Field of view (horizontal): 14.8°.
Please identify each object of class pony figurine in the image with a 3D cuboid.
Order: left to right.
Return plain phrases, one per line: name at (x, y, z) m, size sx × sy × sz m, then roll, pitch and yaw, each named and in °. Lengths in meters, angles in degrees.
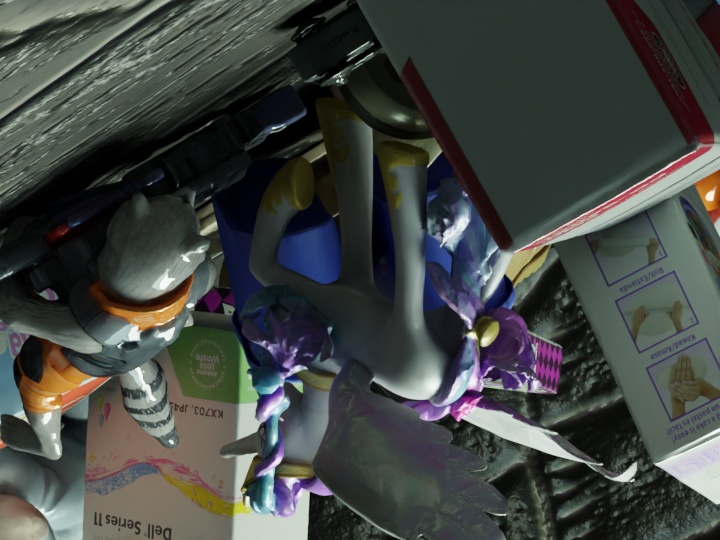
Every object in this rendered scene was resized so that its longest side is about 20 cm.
pony figurine at (0.022, 0.040, 1.280) m, size 0.192 × 0.201 × 0.166 m, roll 19°, pitch -163°, yaw 31°

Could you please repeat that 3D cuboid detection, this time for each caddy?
caddy at (0.000, 0.000, 1.433) m, size 0.141 × 0.105 × 0.200 m, roll -17°, pitch -163°, yaw -4°

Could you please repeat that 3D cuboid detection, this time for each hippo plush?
hippo plush at (-0.169, 0.112, 1.612) m, size 0.161 × 0.200 × 0.159 m, roll -41°, pitch -173°, yaw -12°

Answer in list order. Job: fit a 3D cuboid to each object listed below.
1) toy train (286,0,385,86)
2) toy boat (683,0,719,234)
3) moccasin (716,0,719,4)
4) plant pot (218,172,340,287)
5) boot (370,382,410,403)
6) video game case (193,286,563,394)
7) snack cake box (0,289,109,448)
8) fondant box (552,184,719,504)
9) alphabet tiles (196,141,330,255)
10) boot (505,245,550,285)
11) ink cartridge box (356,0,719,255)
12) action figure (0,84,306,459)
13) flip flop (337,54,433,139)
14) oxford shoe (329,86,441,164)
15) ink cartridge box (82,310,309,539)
toy train at (0.059, -0.135, 1.172) m, size 0.199 × 0.034 × 0.046 m, roll -30°, pitch 179°, yaw 12°
toy boat at (0.178, -0.050, 1.420) m, size 0.131 × 0.131 × 0.200 m, roll -51°, pitch 167°, yaw -10°
moccasin at (0.185, -0.178, 1.335) m, size 0.068 × 0.081 × 0.200 m, roll -36°, pitch -172°, yaw 19°
plant pot at (-0.004, -0.043, 1.663) m, size 0.199 × 0.028 × 0.200 m, roll -31°, pitch 176°, yaw -2°
boot at (-0.030, 0.107, 1.602) m, size 0.097 × 0.075 × 0.200 m, roll -30°, pitch -170°, yaw -19°
video game case at (0.015, 0.042, 1.651) m, size 0.180 × 0.036 × 0.200 m, roll 6°, pitch 175°, yaw 15°
snack cake box at (-0.223, 0.068, 1.442) m, size 0.200 × 0.067 × 0.115 m, roll -26°, pitch 172°, yaw -42°
fondant box at (0.124, -0.007, 1.203) m, size 0.058 × 0.201 × 0.144 m, roll -28°, pitch 162°, yaw 11°
alphabet tiles at (-0.061, -0.035, 1.657) m, size 0.195 × 0.015 × 0.200 m, roll -32°, pitch 175°, yaw 22°
boot at (0.114, -0.086, 1.546) m, size 0.201 × 0.066 × 0.175 m, roll -62°, pitch -177°, yaw 27°
ink cartridge box at (0.071, -0.089, 1.042) m, size 0.083 × 0.146 × 0.200 m, roll -31°, pitch 175°, yaw 13°
action figure at (-0.092, 0.006, 1.300) m, size 0.200 × 0.105 × 0.194 m, roll -32°, pitch 169°, yaw -18°
flip flop at (0.071, -0.116, 1.287) m, size 0.199 × 0.081 × 0.058 m, roll -19°, pitch 155°, yaw -40°
oxford shoe at (0.084, -0.107, 1.385) m, size 0.199 × 0.074 × 0.071 m, roll -28°, pitch 175°, yaw -14°
ink cartridge box at (-0.091, 0.126, 1.534) m, size 0.117 × 0.201 × 0.067 m, roll 6°, pitch -174°, yaw 39°
